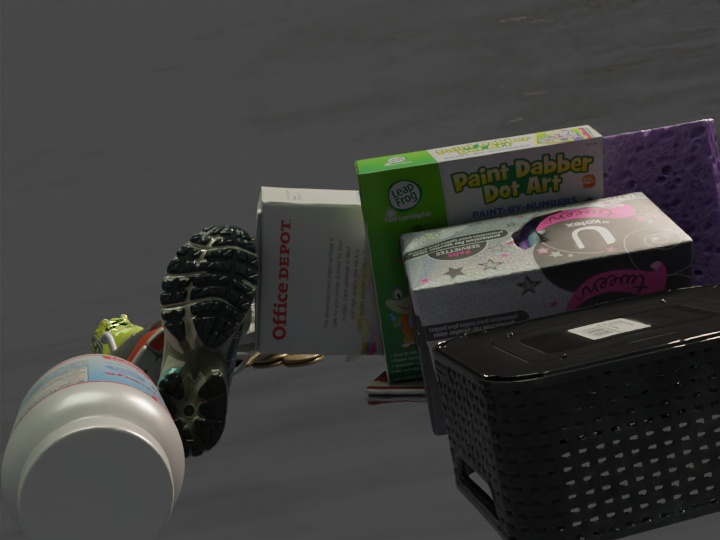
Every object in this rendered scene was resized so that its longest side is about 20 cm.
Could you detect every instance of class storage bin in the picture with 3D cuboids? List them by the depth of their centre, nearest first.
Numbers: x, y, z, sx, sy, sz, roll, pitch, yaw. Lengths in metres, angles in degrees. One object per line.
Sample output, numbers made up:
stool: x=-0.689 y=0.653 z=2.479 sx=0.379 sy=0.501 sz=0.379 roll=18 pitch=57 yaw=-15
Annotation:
storage bin: x=0.155 y=0.075 z=0.478 sx=0.200 sy=0.094 sz=0.135 roll=-11 pitch=6 yaw=-9

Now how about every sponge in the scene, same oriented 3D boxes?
sponge: x=0.262 y=-0.024 z=0.713 sx=0.111 sy=0.200 sz=0.030 roll=-7 pitch=9 yaw=39

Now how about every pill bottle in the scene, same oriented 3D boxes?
pill bottle: x=-0.175 y=0.121 z=0.542 sx=0.109 sy=0.109 sz=0.200 roll=-12 pitch=7 yaw=-18

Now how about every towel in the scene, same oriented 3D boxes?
towel: x=0.107 y=0.089 z=0.782 sx=0.144 sy=0.023 sz=0.200 roll=-5 pitch=9 yaw=28

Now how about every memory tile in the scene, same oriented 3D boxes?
memory tile: x=-0.071 y=0.094 z=1.073 sx=0.153 sy=0.017 sz=0.200 roll=-7 pitch=7 yaw=34

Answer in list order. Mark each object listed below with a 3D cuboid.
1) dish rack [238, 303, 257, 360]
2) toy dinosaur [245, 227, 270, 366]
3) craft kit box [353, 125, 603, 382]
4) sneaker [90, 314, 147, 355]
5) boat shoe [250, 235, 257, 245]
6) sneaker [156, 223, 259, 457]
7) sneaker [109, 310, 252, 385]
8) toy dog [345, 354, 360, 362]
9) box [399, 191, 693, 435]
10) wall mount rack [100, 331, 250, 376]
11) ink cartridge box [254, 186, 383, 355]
dish rack: x=-0.133 y=0.077 z=1.057 sx=0.171 sy=0.044 sz=0.200 roll=-5 pitch=8 yaw=37
toy dinosaur: x=-0.087 y=0.030 z=0.936 sx=0.086 sy=0.200 sz=0.136 roll=21 pitch=-25 yaw=-20
craft kit box: x=0.107 y=-0.011 z=0.704 sx=0.200 sy=0.198 sz=0.049 roll=-9 pitch=21 yaw=0
sneaker: x=-0.304 y=0.094 z=1.030 sx=0.075 sy=0.077 sz=0.200 roll=-12 pitch=-7 yaw=-34
boat shoe: x=-0.031 y=-0.050 z=0.838 sx=0.199 sy=0.066 sz=0.075 roll=-9 pitch=23 yaw=0
sneaker: x=-0.140 y=0.058 z=0.716 sx=0.078 sy=0.200 sz=0.086 roll=13 pitch=-10 yaw=-7
sneaker: x=-0.197 y=0.075 z=0.784 sx=0.200 sy=0.077 sz=0.082 roll=-38 pitch=38 yaw=-3
toy dog: x=0.012 y=0.042 z=0.945 sx=0.096 sy=0.132 sz=0.200 roll=0 pitch=-12 yaw=23
box: x=0.140 y=0.030 z=0.636 sx=0.200 sy=0.132 sz=0.115 roll=-10 pitch=24 yaw=2
wall mount rack: x=-0.233 y=0.115 z=0.922 sx=0.200 sy=0.075 sz=0.174 roll=-13 pitch=-25 yaw=-33
ink cartridge box: x=0.000 y=0.000 z=0.774 sx=0.200 sy=0.145 sz=0.085 roll=2 pitch=17 yaw=-9
